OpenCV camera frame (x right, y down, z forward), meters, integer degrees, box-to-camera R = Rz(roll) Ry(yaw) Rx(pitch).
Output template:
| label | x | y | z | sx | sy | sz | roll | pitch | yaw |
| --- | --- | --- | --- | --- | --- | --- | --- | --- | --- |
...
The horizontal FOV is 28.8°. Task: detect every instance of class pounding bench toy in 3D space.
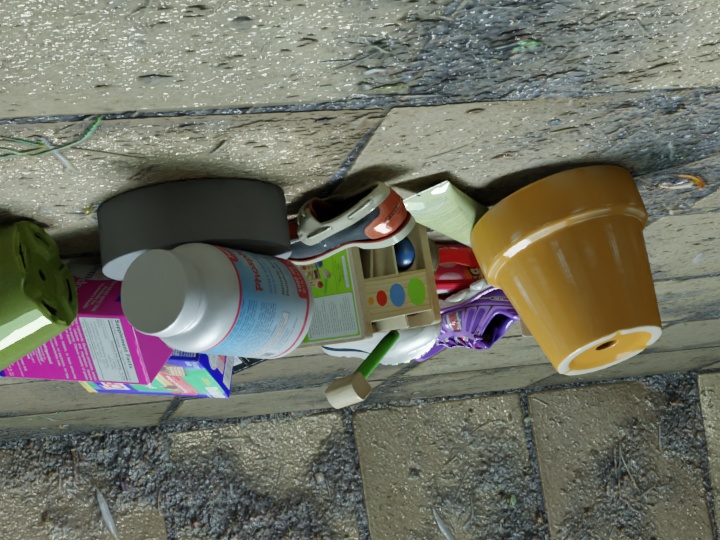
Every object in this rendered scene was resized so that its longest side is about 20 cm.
| label | x | y | z | sx | sy | sz | roll | pitch | yaw |
| --- | --- | --- | --- | --- | --- | --- | --- | --- | --- |
| pounding bench toy | 0.008 | 0.052 | 1.645 | 0.124 | 0.200 | 0.156 | -11 | 178 | 42 |

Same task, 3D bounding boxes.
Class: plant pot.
| label | x | y | z | sx | sy | sz | roll | pitch | yaw |
| --- | --- | --- | --- | --- | --- | --- | --- | --- | --- |
| plant pot | -0.408 | 0.037 | 1.476 | 0.190 | 0.200 | 0.200 | -22 | 166 | 11 |
| plant pot | 0.248 | 0.010 | 1.578 | 0.200 | 0.183 | 0.200 | -17 | 158 | -7 |

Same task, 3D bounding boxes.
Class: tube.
| label | x | y | z | sx | sy | sz | roll | pitch | yaw |
| --- | --- | --- | --- | --- | --- | --- | --- | --- | --- |
| tube | 0.106 | -0.066 | 1.590 | 0.052 | 0.058 | 0.200 | 30 | -174 | 29 |

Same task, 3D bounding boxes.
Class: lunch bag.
| label | x | y | z | sx | sy | sz | roll | pitch | yaw |
| --- | --- | --- | --- | --- | --- | --- | --- | --- | --- |
| lunch bag | 0.087 | 0.010 | 1.878 | 0.200 | 0.082 | 0.176 | -1 | 162 | -26 |

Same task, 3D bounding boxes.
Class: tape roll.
| label | x | y | z | sx | sy | sz | roll | pitch | yaw |
| --- | --- | --- | --- | --- | --- | --- | --- | --- | --- |
| tape roll | -0.176 | -0.039 | 1.482 | 0.200 | 0.066 | 0.200 | -8 | 169 | -2 |

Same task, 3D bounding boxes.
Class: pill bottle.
| label | x | y | z | sx | sy | sz | roll | pitch | yaw |
| --- | --- | --- | --- | --- | --- | --- | --- | --- | --- |
| pill bottle | -0.143 | 0.030 | 1.403 | 0.109 | 0.109 | 0.200 | -14 | 167 | 30 |

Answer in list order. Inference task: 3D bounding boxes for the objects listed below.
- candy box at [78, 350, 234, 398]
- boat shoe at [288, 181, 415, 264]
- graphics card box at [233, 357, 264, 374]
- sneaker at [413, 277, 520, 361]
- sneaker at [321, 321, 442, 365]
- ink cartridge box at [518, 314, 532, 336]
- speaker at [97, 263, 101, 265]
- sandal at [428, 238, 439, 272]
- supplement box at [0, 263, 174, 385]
| label | x | y | z | sx | sy | sz | roll | pitch | yaw |
| --- | --- | --- | --- | --- | --- | --- | --- | --- | --- |
| candy box | -0.281 | 0.106 | 1.819 | 0.200 | 0.077 | 0.169 | 3 | 159 | 10 |
| boat shoe | -0.030 | -0.054 | 1.513 | 0.200 | 0.071 | 0.063 | -8 | 131 | 45 |
| graphics card box | -0.123 | 0.077 | 1.971 | 0.125 | 0.051 | 0.200 | -47 | -170 | -29 |
| sneaker | 0.135 | 0.075 | 1.834 | 0.200 | 0.083 | 0.081 | -32 | 150 | 34 |
| sneaker | 0.011 | 0.070 | 1.804 | 0.200 | 0.076 | 0.081 | -5 | 141 | 33 |
| ink cartridge box | 0.229 | 0.018 | 1.782 | 0.050 | 0.161 | 0.200 | -21 | 163 | 37 |
| speaker | -0.260 | 0.018 | 1.671 | 0.200 | 0.081 | 0.081 | -16 | 166 | 35 |
| sandal | 0.000 | 0.000 | 1.755 | 0.200 | 0.080 | 0.054 | -16 | 169 | 18 |
| supplement box | -0.318 | 0.060 | 1.602 | 0.200 | 0.103 | 0.101 | 2 | -146 | 19 |
